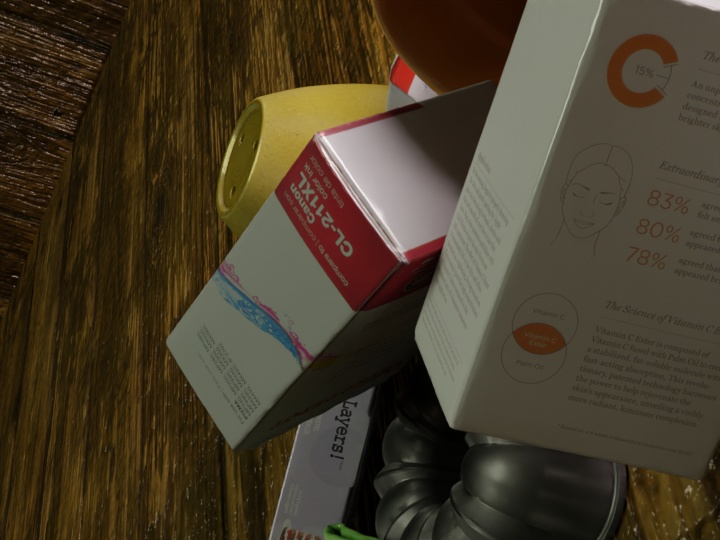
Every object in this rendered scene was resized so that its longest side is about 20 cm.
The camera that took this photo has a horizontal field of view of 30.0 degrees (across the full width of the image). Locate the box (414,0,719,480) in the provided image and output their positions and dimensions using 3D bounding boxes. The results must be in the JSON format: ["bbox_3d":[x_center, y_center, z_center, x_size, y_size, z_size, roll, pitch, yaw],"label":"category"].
[{"bbox_3d":[0.117,-0.026,0.591,0.098,0.124,0.200,-108,34,-66],"label":"box"}]

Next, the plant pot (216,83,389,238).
[{"bbox_3d":[-0.034,-0.072,1.097,0.200,0.142,0.200,-50,31,45],"label":"plant pot"}]

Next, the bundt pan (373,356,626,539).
[{"bbox_3d":[0.069,0.115,0.785,0.202,0.076,0.202,-50,32,47],"label":"bundt pan"}]

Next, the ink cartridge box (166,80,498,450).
[{"bbox_3d":[0.000,0.000,0.745,0.083,0.146,0.200,54,135,13],"label":"ink cartridge box"}]

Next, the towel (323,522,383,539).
[{"bbox_3d":[0.016,0.254,0.770,0.149,0.031,0.200,171,90,-67],"label":"towel"}]

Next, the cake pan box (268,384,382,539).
[{"bbox_3d":[-0.018,0.123,0.944,0.184,0.052,0.200,97,-173,-81],"label":"cake pan box"}]

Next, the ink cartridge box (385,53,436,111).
[{"bbox_3d":[0.068,-0.184,0.941,0.200,0.047,0.160,106,-173,-81],"label":"ink cartridge box"}]

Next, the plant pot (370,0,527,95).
[{"bbox_3d":[0.132,-0.188,0.724,0.183,0.200,0.200,-62,16,-22],"label":"plant pot"}]
